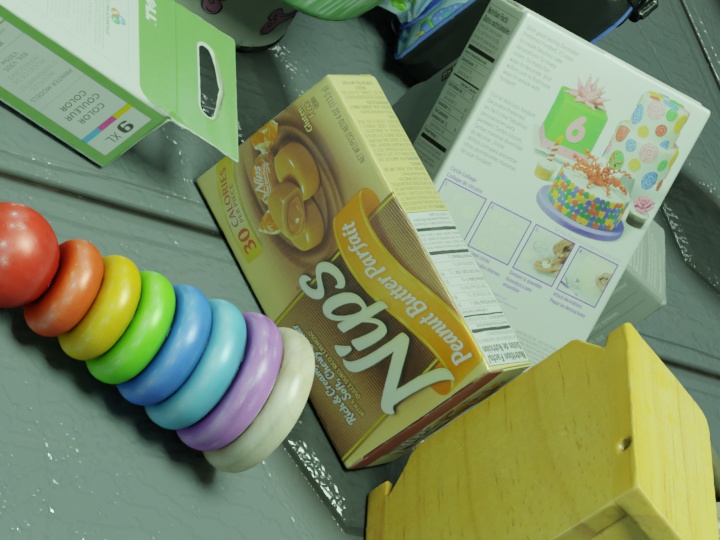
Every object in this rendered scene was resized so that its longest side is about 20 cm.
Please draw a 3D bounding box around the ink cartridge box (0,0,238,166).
[{"bbox_3d":[-0.161,-0.130,1.567,0.200,0.059,0.104,33,36,-34],"label":"ink cartridge box"}]

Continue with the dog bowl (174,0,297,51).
[{"bbox_3d":[-0.094,-0.243,1.772,0.200,0.074,0.200,36,33,-28],"label":"dog bowl"}]

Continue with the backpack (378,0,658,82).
[{"bbox_3d":[0.101,-0.224,1.928,0.147,0.183,0.200,44,25,-19],"label":"backpack"}]

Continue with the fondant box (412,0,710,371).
[{"bbox_3d":[0.102,-0.047,1.700,0.144,0.200,0.058,25,8,-24],"label":"fondant box"}]

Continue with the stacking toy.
[{"bbox_3d":[-0.123,0.025,1.444,0.200,0.085,0.085,33,35,-25],"label":"stacking toy"}]

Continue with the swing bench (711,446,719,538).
[{"bbox_3d":[0.224,0.227,1.689,0.200,0.130,0.199,32,34,-43],"label":"swing bench"}]

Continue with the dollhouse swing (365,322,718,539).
[{"bbox_3d":[0.132,0.176,1.524,0.176,0.200,0.182,37,33,-26],"label":"dollhouse swing"}]

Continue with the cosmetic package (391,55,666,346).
[{"bbox_3d":[0.097,-0.035,1.798,0.200,0.107,0.090,37,34,-25],"label":"cosmetic package"}]

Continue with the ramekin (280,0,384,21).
[{"bbox_3d":[-0.025,-0.251,1.705,0.200,0.098,0.200,37,33,-29],"label":"ramekin"}]

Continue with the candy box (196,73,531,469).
[{"bbox_3d":[0.000,0.000,1.606,0.055,0.115,0.200,-7,65,-57],"label":"candy box"}]
